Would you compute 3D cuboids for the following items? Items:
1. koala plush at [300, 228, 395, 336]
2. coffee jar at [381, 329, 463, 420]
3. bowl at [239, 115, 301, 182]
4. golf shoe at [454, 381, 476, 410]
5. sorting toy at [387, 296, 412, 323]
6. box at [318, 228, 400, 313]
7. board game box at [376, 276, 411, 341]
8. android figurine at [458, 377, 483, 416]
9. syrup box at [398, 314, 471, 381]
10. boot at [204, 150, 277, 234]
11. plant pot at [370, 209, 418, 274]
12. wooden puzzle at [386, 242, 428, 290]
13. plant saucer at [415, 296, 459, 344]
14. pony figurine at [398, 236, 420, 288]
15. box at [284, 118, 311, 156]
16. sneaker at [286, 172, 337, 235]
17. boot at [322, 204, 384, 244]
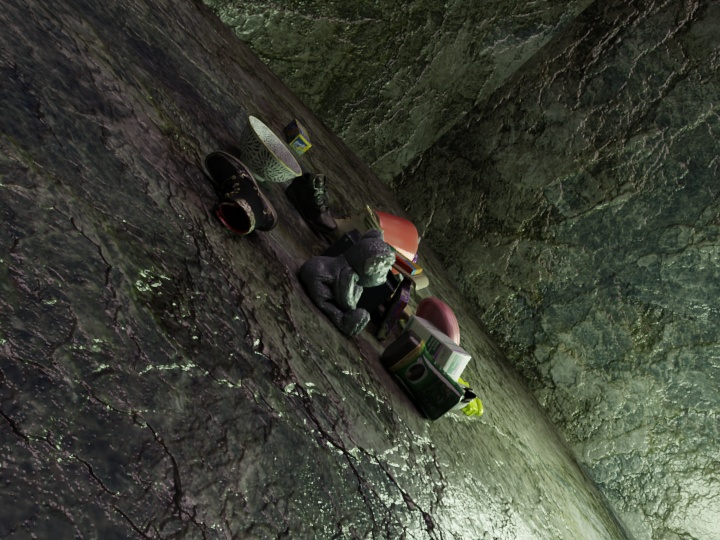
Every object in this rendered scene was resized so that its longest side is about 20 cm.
[{"bbox_3d":[-0.011,0.001,1.353,0.184,0.200,0.178,45,13,-22],"label":"koala plush"},{"bbox_3d":[0.143,0.243,1.429,0.201,0.104,0.085,52,9,2],"label":"coffee jar"},{"bbox_3d":[-0.255,-0.298,1.610,0.201,0.094,0.201,47,12,-13],"label":"bowl"},{"bbox_3d":[0.262,0.330,1.588,0.199,0.096,0.079,22,74,-56],"label":"golf shoe"},{"bbox_3d":[0.097,0.087,1.909,0.185,0.036,0.200,49,8,-10],"label":"sorting toy"},{"bbox_3d":[0.000,0.000,1.629,0.200,0.104,0.182,51,10,1],"label":"box"},{"bbox_3d":[0.091,0.097,1.600,0.032,0.121,0.200,26,18,0],"label":"board game box"},{"bbox_3d":[0.298,0.356,1.818,0.182,0.041,0.200,50,10,-5],"label":"android figurine"},{"bbox_3d":[0.198,0.207,1.645,0.081,0.079,0.200,21,13,-36],"label":"syrup box"},{"bbox_3d":[-0.258,-0.158,1.229,0.204,0.073,0.154,51,14,-2],"label":"boot"},{"bbox_3d":[0.067,-0.106,2.031,0.177,0.200,0.201,25,27,-45],"label":"plant pot"},{"bbox_3d":[0.102,-0.028,1.668,0.200,0.037,0.185,42,12,11],"label":"wooden puzzle"},{"bbox_3d":[0.226,0.175,1.764,0.050,0.202,0.201,-9,45,-22],"label":"plant saucer"},{"bbox_3d":[0.164,-0.035,2.297,0.201,0.165,0.193,64,17,-12],"label":"pony figurine"},{"bbox_3d":[-0.246,-0.524,2.394,0.070,0.064,0.201,43,15,-30],"label":"box"},{"bbox_3d":[-0.122,-0.198,1.726,0.076,0.114,0.200,-20,68,-47],"label":"sneaker"},{"bbox_3d":[-0.041,-0.146,1.793,0.201,0.154,0.072,52,12,7],"label":"boot"}]
